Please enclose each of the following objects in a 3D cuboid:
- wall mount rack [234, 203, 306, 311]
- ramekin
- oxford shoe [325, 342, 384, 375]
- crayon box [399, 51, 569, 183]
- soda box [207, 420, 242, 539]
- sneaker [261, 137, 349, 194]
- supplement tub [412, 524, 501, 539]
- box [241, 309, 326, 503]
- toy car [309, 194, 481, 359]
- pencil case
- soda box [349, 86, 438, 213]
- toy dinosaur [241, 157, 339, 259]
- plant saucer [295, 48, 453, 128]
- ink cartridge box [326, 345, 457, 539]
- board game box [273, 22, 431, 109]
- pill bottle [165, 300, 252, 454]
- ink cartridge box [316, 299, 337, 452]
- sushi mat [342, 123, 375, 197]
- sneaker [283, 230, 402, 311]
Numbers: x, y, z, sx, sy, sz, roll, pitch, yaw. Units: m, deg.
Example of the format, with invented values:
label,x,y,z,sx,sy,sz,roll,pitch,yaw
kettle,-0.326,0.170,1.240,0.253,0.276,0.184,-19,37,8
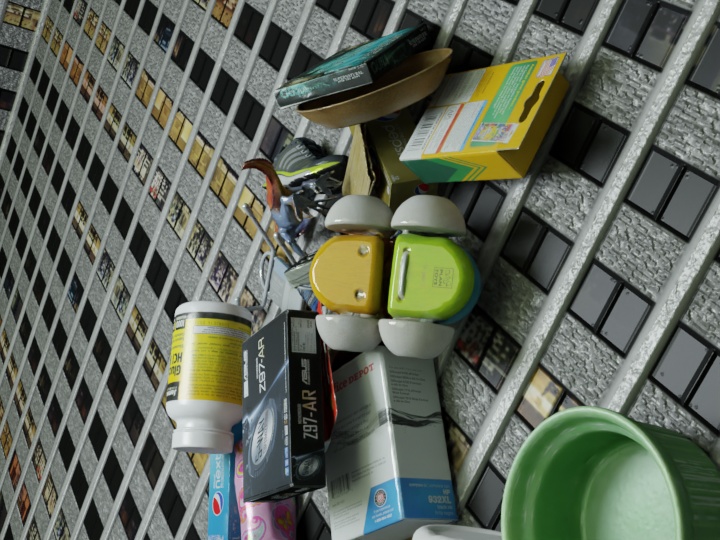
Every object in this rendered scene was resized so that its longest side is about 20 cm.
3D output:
label,x,y,z,sx,sy,sz,roll,pitch,yaw
wall mount rack,-0.127,0.005,1.413,0.200,0.074,0.175,39,125,51
ramekin,0.225,0.223,0.846,0.199,0.097,0.202,-21,64,51
oxford shoe,-0.024,0.109,1.259,0.201,0.070,0.075,-60,37,25
crayon box,0.144,-0.164,1.075,0.199,0.051,0.126,4,61,56
soda box,-0.178,0.305,1.422,0.064,0.067,0.202,-21,64,51
sneaker,-0.077,-0.155,1.410,0.199,0.073,0.082,-1,77,53
supplement tub,0.104,0.361,0.952,0.131,0.131,0.202,-3,78,54
box,-0.094,0.164,1.148,0.160,0.043,0.202,146,126,-58
toy car,0.049,0.010,1.107,0.199,0.150,0.177,2,83,32
pencil case,-0.129,0.330,1.334,0.087,0.087,0.202,-34,55,45
soda box,0.036,-0.160,1.234,0.068,0.063,0.201,95,161,-50
toy dinosaur,-0.095,-0.090,1.353,0.105,0.200,0.181,-55,17,-25
plant saucer,0.021,-0.211,1.158,0.200,0.199,0.036,5,121,55
ink cartridge box,0.027,0.208,1.144,0.145,0.083,0.202,-37,52,47
board game box,-0.007,-0.257,1.217,0.134,0.200,0.028,-10,110,30
pill bottle,-0.214,0.152,1.371,0.112,0.112,0.202,-20,62,51
ink cartridge box,-0.072,0.149,1.185,0.201,0.050,0.163,103,161,-55
sushi mat,-0.004,-0.111,1.258,0.200,0.012,0.097,108,157,-66
sneaker,0.000,0.000,1.261,0.199,0.077,0.086,-20,102,33
